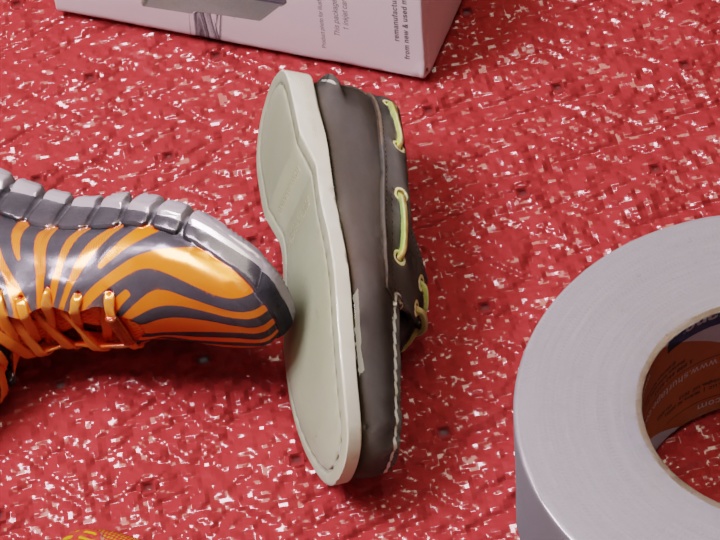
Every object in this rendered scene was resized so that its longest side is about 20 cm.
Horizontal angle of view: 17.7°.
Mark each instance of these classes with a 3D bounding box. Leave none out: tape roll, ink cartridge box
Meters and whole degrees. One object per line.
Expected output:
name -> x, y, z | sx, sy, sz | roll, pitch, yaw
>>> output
tape roll -> 0.158, 0.073, 0.896 | 0.199, 0.066, 0.201 | -3, 47, 3
ink cartridge box -> -0.041, -0.187, 1.133 | 0.199, 0.084, 0.146 | 12, 50, 15

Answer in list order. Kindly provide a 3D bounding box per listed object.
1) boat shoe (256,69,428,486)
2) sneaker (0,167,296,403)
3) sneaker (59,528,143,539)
boat shoe -> 0.000, 0.000, 0.971 | 0.060, 0.072, 0.202 | 6, 53, -20
sneaker -> -0.128, 0.025, 0.965 | 0.199, 0.078, 0.112 | 10, 54, 32
sneaker -> -0.026, 0.142, 0.862 | 0.199, 0.073, 0.077 | 19, 30, 16
